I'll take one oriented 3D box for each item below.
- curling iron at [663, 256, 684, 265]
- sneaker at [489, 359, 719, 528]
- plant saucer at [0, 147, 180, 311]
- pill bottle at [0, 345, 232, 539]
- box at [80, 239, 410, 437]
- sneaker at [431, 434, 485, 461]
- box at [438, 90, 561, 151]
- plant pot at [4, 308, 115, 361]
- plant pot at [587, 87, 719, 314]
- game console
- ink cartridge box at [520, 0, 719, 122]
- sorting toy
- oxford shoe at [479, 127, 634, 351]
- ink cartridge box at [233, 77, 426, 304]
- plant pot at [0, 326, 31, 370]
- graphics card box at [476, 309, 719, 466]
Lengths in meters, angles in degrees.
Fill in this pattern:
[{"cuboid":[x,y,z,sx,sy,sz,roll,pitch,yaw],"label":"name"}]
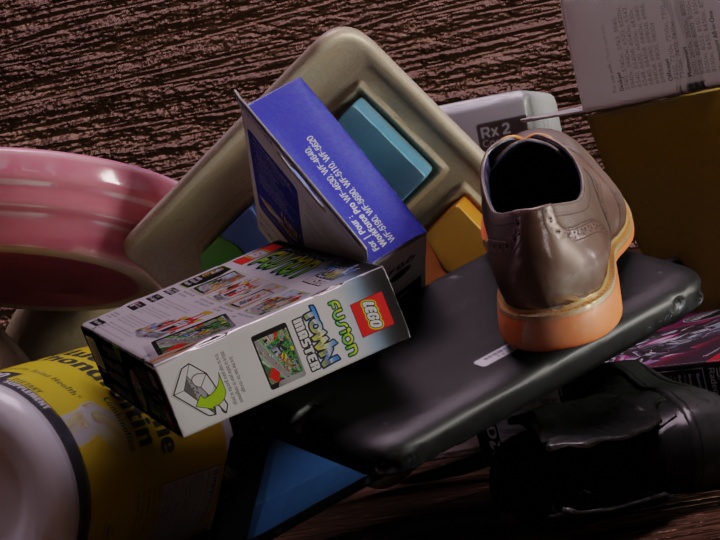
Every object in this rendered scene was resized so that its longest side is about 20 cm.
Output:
[{"cuboid":[0.116,0.020,1.584,0.050,0.026,0.200,32,-26,-27],"label":"curling iron"},{"cuboid":[0.100,0.080,1.243,0.104,0.060,0.200,-9,4,-17],"label":"sneaker"},{"cuboid":[-0.184,-0.018,1.521,0.200,0.051,0.201,2,-14,1],"label":"plant saucer"},{"cuboid":[-0.132,0.094,1.390,0.112,0.112,0.200,-10,3,33],"label":"pill bottle"},{"cuboid":[-0.057,0.027,1.250,0.110,0.035,0.200,-23,9,-11],"label":"box"},{"cuboid":[0.079,0.058,1.568,0.071,0.080,0.200,-10,0,33],"label":"sneaker"},{"cuboid":[0.039,0.000,1.744,0.198,0.201,0.131,-11,0,13],"label":"box"},{"cuboid":[-0.146,0.076,1.647,0.200,0.135,0.200,-11,3,1],"label":"plant pot"},{"cuboid":[0.275,-0.027,1.532,0.200,0.177,0.200,-13,4,-39],"label":"plant pot"},{"cuboid":[0.042,0.071,1.277,0.200,0.117,0.176,-28,27,-31],"label":"game console"},{"cuboid":[0.191,-0.134,1.517,0.200,0.068,0.116,-10,2,33],"label":"ink cartridge box"},{"cuboid":[0.000,0.000,1.429,0.185,0.200,0.036,-44,8,25],"label":"sorting toy"},{"cuboid":[0.087,-0.036,1.256,0.071,0.073,0.200,-12,22,3],"label":"oxford shoe"},{"cuboid":[-0.011,-0.025,1.298,0.039,0.100,0.200,-37,-13,-9],"label":"ink cartridge box"},{"cuboid":[-0.296,0.054,1.443,0.200,0.174,0.200,-25,33,18],"label":"plant pot"},{"cuboid":[0.168,0.058,1.456,0.125,0.051,0.200,-22,8,-41],"label":"graphics card box"}]
